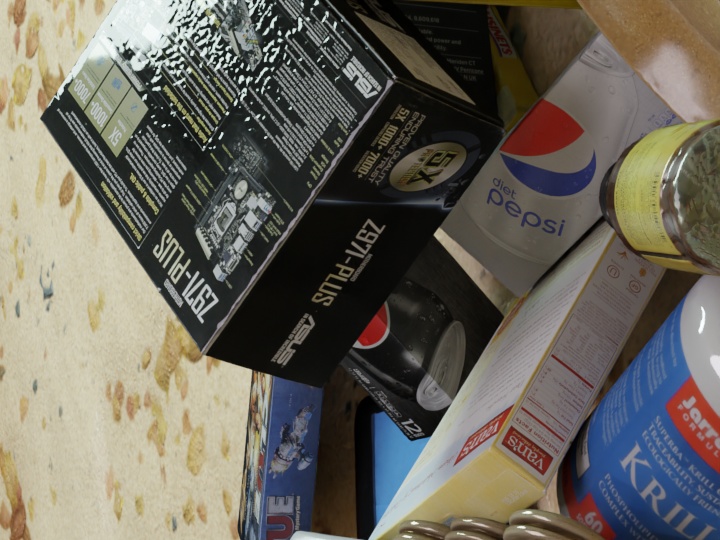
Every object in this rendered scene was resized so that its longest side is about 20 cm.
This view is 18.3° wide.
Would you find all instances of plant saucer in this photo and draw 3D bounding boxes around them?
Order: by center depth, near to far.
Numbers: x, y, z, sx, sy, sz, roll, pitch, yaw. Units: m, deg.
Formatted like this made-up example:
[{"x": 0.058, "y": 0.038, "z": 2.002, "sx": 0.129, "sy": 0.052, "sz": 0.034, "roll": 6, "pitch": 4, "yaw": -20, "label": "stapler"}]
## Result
[{"x": 0.132, "y": -0.121, "z": 0.941, "sx": 0.201, "sy": 0.035, "sz": 0.200, "roll": 50, "pitch": 176, "yaw": 4, "label": "plant saucer"}]

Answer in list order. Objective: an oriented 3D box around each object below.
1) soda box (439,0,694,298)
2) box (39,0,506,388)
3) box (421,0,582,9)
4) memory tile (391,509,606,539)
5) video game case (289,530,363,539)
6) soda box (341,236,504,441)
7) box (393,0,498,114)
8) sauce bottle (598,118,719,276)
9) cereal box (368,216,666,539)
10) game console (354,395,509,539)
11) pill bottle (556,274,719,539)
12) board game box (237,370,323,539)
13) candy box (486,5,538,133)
[{"x": 0.118, "y": -0.071, "z": 1.127, "sx": 0.063, "sy": 0.068, "sz": 0.200, "roll": 41, "pitch": 140, "yaw": 0, "label": "soda box"}, {"x": -0.048, "y": -0.072, "z": 1.102, "sx": 0.164, "sy": 0.086, "sz": 0.200, "roll": -54, "pitch": 48, "yaw": 16, "label": "box"}, {"x": 0.063, "y": -0.236, "z": 1.121, "sx": 0.193, "sy": 0.198, "sz": 0.123, "roll": 63, "pitch": 142, "yaw": 42, "label": "box"}, {"x": 0.122, "y": 0.161, "z": 1.030, "sx": 0.153, "sy": 0.199, "sz": 0.017, "roll": -18, "pitch": 43, "yaw": 61, "label": "memory tile"}, {"x": 0.085, "y": 0.186, "z": 1.073, "sx": 0.182, "sy": 0.200, "sz": 0.022, "roll": 0, "pitch": 59, "yaw": 52, "label": "video game case"}, {"x": 0.000, "y": 0.000, "z": 1.239, "sx": 0.063, "sy": 0.200, "sz": 0.071, "roll": -19, "pitch": 28, "yaw": 52, "label": "soda box"}, {"x": -0.008, "y": -0.164, "z": 1.304, "sx": 0.148, "sy": 0.103, "sz": 0.202, "roll": -23, "pitch": 68, "yaw": 57, "label": "box"}, {"x": 0.139, "y": -0.032, "z": 0.957, "sx": 0.200, "sy": 0.064, "sz": 0.065, "roll": -154, "pitch": 65, "yaw": -83, "label": "sauce bottle"}, {"x": 0.085, "y": 0.056, "z": 1.121, "sx": 0.201, "sy": 0.039, "sz": 0.144, "roll": -56, "pitch": 6, "yaw": -36, "label": "cereal box"}, {"x": 0.007, "y": 0.152, "z": 1.324, "sx": 0.119, "sy": 0.172, "sz": 0.200, "roll": 61, "pitch": 150, "yaw": -2, "label": "game console"}, {"x": 0.176, "y": 0.060, "z": 0.998, "sx": 0.201, "sy": 0.111, "sz": 0.113, "roll": -59, "pitch": 41, "yaw": 45, "label": "pill bottle"}, {"x": -0.051, "y": 0.097, "z": 1.471, "sx": 0.136, "sy": 0.034, "sz": 0.202, "roll": -125, "pitch": 40, "yaw": -76, "label": "board game box"}, {"x": 0.046, "y": -0.134, "z": 1.338, "sx": 0.102, "sy": 0.026, "sz": 0.201, "roll": -57, "pitch": 42, "yaw": 41, "label": "candy box"}]
